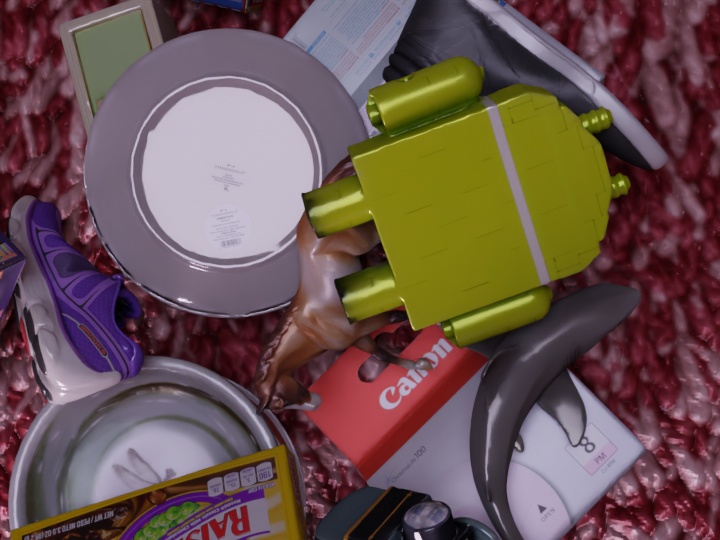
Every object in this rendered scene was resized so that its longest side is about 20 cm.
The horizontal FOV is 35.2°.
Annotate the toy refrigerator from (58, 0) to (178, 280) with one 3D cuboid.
[{"bbox_3d":[-0.158,-0.096,0.851,0.076,0.070,0.200,-17,81,5],"label":"toy refrigerator"}]

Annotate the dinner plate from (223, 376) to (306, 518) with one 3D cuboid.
[{"bbox_3d":[-0.137,0.172,0.838,0.200,0.024,0.200,-1,84,8],"label":"dinner plate"}]

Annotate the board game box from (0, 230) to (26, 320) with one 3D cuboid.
[{"bbox_3d":[-0.337,0.008,0.817,0.165,0.057,0.200,44,129,10],"label":"board game box"}]

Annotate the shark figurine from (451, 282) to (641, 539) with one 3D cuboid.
[{"bbox_3d":[0.098,0.098,0.739,0.128,0.090,0.215,8,73,24],"label":"shark figurine"}]

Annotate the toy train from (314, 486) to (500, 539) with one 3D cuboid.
[{"bbox_3d":[0.042,0.230,0.741,0.114,0.085,0.200,6,122,38],"label":"toy train"}]

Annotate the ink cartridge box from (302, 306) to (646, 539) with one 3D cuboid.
[{"bbox_3d":[0.073,0.111,0.804,0.200,0.057,0.163,45,91,6],"label":"ink cartridge box"}]

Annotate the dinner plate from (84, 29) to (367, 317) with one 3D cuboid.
[{"bbox_3d":[-0.092,-0.067,0.784,0.200,0.024,0.200,0,93,-1],"label":"dinner plate"}]

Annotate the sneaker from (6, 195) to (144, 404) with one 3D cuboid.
[{"bbox_3d":[-0.206,0.019,0.822,0.083,0.081,0.200,-10,43,-23],"label":"sneaker"}]

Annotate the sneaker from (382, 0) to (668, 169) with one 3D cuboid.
[{"bbox_3d":[0.102,-0.106,0.758,0.200,0.071,0.099,38,101,6],"label":"sneaker"}]

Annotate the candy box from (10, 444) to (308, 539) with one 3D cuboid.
[{"bbox_3d":[-0.132,0.189,0.739,0.200,0.026,0.102,-19,54,5],"label":"candy box"}]

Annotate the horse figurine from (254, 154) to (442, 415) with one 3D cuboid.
[{"bbox_3d":[0.000,0.000,0.761,0.132,0.050,0.200,3,108,-16],"label":"horse figurine"}]

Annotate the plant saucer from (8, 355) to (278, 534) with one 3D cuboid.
[{"bbox_3d":[-0.145,0.162,0.804,0.200,0.050,0.200,-1,82,8],"label":"plant saucer"}]

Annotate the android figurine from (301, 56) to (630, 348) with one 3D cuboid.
[{"bbox_3d":[0.070,-0.041,0.711,0.200,0.041,0.182,-22,110,0],"label":"android figurine"}]

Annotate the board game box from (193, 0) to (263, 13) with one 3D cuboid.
[{"bbox_3d":[-0.135,-0.308,0.848,0.151,0.046,0.200,15,110,9],"label":"board game box"}]

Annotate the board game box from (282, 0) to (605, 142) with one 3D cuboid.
[{"bbox_3d":[0.053,-0.138,0.830,0.200,0.064,0.148,41,90,12],"label":"board game box"}]
